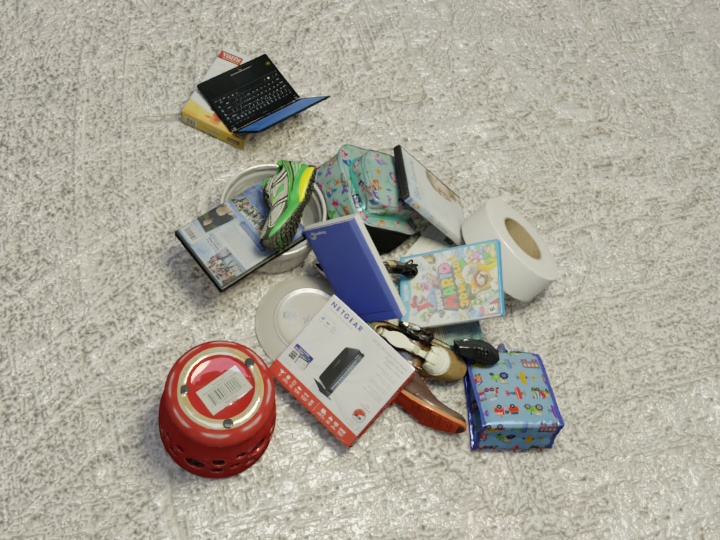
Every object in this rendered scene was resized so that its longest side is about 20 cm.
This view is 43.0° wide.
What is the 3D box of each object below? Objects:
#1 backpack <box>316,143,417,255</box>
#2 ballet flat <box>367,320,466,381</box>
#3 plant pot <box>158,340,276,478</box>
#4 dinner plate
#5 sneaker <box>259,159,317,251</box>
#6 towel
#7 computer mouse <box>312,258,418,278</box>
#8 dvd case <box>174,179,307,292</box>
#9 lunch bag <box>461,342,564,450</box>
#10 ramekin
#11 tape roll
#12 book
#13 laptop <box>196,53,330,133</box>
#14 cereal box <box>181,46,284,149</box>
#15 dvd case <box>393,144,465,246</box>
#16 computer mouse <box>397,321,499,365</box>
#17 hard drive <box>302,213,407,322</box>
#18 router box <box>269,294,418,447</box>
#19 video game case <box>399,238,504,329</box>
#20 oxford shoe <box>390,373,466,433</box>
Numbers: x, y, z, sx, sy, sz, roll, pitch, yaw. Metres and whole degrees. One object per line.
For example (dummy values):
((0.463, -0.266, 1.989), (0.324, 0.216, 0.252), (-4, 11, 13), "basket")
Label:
((0.011, -0.149, 1.763), (0.177, 0.151, 0.201), (8, 48, -46), "backpack")
((0.101, 0.145, 1.650), (0.199, 0.072, 0.068), (28, 82, 3), "ballet flat")
((-0.236, 0.221, 1.512), (0.199, 0.183, 0.202), (4, 60, -7), "plant pot")
((-0.095, 0.096, 1.694), (0.198, 0.024, 0.202), (4, 61, -8), "dinner plate")
((-0.143, -0.116, 1.635), (0.085, 0.078, 0.201), (15, 51, 4), "sneaker")
((0.122, 0.087, 1.717), (0.198, 0.022, 0.148), (-11, 70, -6), "towel")
((0.000, 0.000, 1.705), (0.109, 0.199, 0.044), (-4, 94, -56), "computer mouse")
((-0.211, -0.064, 1.639), (0.199, 0.018, 0.143), (-33, 74, -25), "dvd case")
((0.269, 0.218, 1.672), (0.149, 0.094, 0.201), (1, 52, -8), "lunch bag")
((-0.168, -0.091, 1.731), (0.198, 0.105, 0.202), (4, 62, -8), "ramekin")
((0.286, -0.041, 1.751), (0.202, 0.071, 0.203), (35, 29, -23), "tape roll")
((0.179, 0.015, 1.778), (0.200, 0.048, 0.134), (38, 66, 10), "book")
((-0.195, -0.357, 1.824), (0.177, 0.103, 0.200), (-31, 77, -27), "laptop")
((-0.262, -0.359, 1.890), (0.143, 0.040, 0.201), (24, 61, 0), "cereal box")
((0.138, -0.139, 1.752), (0.200, 0.017, 0.143), (35, 34, -37), "dvd case")
((0.162, 0.123, 1.654), (0.199, 0.059, 0.034), (20, 104, -10), "computer mouse")
((-0.011, 0.001, 1.631), (0.025, 0.131, 0.201), (-42, 112, -41), "hard drive")
((-0.031, 0.175, 1.604), (0.200, 0.049, 0.180), (41, 89, 14), "router box")
((0.164, 0.028, 1.669), (0.199, 0.018, 0.144), (-11, 69, 27), "video game case")
((0.109, 0.223, 1.640), (0.199, 0.071, 0.073), (29, 57, 6), "oxford shoe")
